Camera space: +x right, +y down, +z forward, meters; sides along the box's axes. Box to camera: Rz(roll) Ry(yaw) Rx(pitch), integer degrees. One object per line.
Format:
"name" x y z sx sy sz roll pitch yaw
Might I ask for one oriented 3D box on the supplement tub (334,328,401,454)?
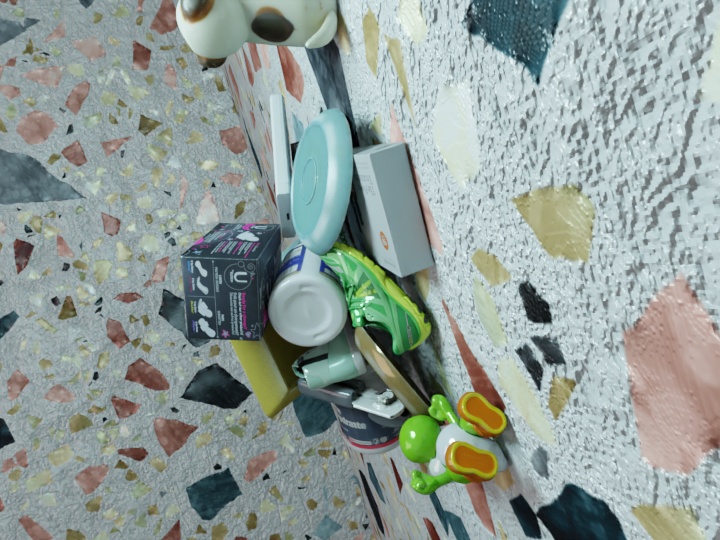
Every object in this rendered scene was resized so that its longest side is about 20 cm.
"supplement tub" 0.015 0.223 0.970 0.140 0.139 0.202 -132 26 -61

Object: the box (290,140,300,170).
"box" -0.085 -0.154 1.028 0.201 0.074 0.101 96 154 -59

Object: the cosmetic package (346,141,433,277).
"cosmetic package" 0.022 -0.087 0.698 0.200 0.051 0.152 -146 36 -71

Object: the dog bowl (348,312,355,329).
"dog bowl" -0.017 0.090 1.079 0.200 0.073 0.202 161 90 -79

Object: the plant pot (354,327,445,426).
"plant pot" 0.053 0.160 0.789 0.200 0.027 0.200 50 179 2

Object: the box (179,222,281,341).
"box" -0.192 0.011 0.829 0.200 0.113 0.134 -84 -5 -71

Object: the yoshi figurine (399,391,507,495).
"yoshi figurine" 0.098 0.211 0.639 0.200 0.111 0.113 105 145 -63

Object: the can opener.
"can opener" -0.015 0.211 0.854 0.198 0.053 0.067 12 115 30

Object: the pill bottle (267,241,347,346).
"pill bottle" -0.078 0.021 0.850 0.200 0.118 0.121 -89 -13 -65

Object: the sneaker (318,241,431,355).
"sneaker" 0.006 0.034 0.719 0.200 0.084 0.074 44 179 15

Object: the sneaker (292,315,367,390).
"sneaker" -0.068 0.122 0.895 0.201 0.117 0.074 -118 8 -62

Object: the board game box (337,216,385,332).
"board game box" 0.000 0.000 0.856 0.202 0.034 0.126 68 -169 16

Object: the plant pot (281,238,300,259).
"plant pot" -0.113 0.030 1.211 0.134 0.200 0.201 39 159 13

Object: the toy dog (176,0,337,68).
"toy dog" -0.141 -0.342 0.692 0.140 0.198 0.196 109 141 -72

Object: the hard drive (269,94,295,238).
"hard drive" -0.132 -0.176 0.892 0.132 0.026 0.202 96 167 -64

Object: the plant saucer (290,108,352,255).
"plant saucer" -0.062 -0.123 0.723 0.200 0.027 0.203 -177 90 -65

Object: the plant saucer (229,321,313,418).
"plant saucer" -0.131 0.126 0.939 0.048 0.200 0.202 -23 95 36
